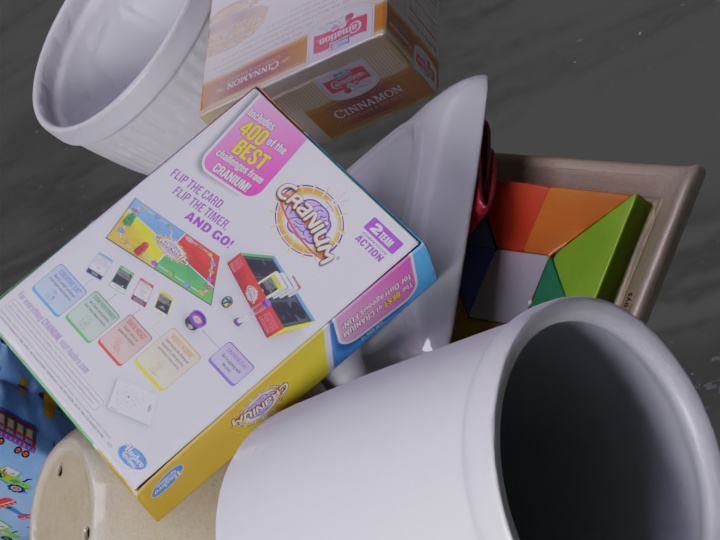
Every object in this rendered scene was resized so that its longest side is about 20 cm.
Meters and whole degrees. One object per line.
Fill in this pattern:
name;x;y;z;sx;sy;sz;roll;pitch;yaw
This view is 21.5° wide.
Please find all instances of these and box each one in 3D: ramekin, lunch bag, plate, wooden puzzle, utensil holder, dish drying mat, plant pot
ramekin;-0.149;-0.167;1.456;0.200;0.105;0.201;-32;42;33
lunch bag;-0.258;0.141;1.304;0.200;0.150;0.094;-32;41;32
plate;0.000;0.000;1.125;0.199;0.032;0.201;-36;36;50
wooden puzzle;0.089;0.016;1.072;0.199;0.037;0.186;6;68;53
utensil holder;0.051;0.121;0.925;0.199;0.170;0.171;-23;46;43
dish drying mat;0.021;-0.003;1.147;0.200;0.018;0.077;-47;27;38
plant pot;-0.108;0.147;1.072;0.200;0.134;0.202;-18;69;56

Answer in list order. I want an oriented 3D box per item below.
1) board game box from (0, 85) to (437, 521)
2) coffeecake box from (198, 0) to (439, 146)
board game box;-0.082;0.014;1.024;0.200;0.040;0.153;-40;59;-9
coffeecake box;-0.026;-0.188;1.326;0.153;0.073;0.201;-20;47;27
